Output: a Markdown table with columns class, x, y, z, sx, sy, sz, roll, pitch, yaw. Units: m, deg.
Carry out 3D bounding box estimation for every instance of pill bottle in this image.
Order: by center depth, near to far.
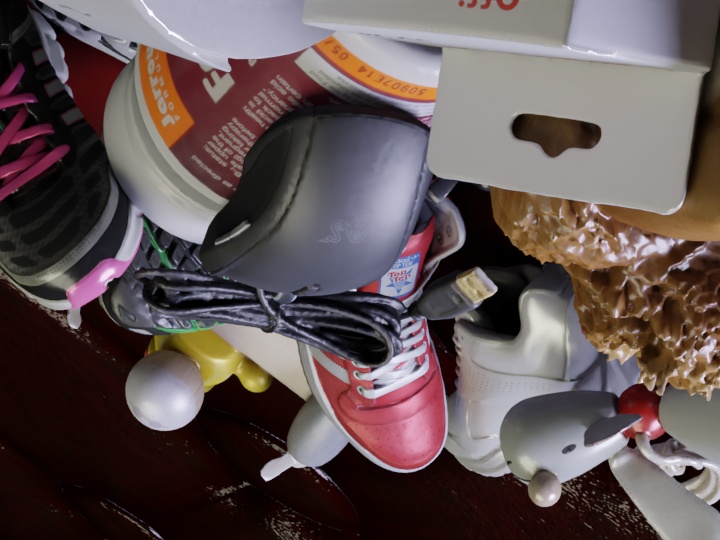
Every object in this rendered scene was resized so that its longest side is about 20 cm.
| class | x | y | z | sx | sy | sz | roll | pitch | yaw |
| --- | --- | --- | --- | --- | --- | --- | --- | --- | --- |
| pill bottle | -0.023 | -0.090 | 0.944 | 0.114 | 0.115 | 0.200 | 39 | 144 | -11 |

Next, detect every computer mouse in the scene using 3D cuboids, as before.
| class | x | y | z | sx | sy | sz | roll | pitch | yaw |
| --- | --- | --- | --- | --- | --- | --- | --- | --- | --- |
| computer mouse | 0.000 | 0.000 | 0.948 | 0.139 | 0.046 | 0.200 | 11 | 154 | -22 |

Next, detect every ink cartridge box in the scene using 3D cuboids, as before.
| class | x | y | z | sx | sy | sz | roll | pitch | yaw |
| --- | --- | --- | --- | --- | --- | --- | --- | --- | --- |
| ink cartridge box | 0.050 | -0.124 | 0.694 | 0.066 | 0.202 | 0.115 | 5 | -176 | -43 |

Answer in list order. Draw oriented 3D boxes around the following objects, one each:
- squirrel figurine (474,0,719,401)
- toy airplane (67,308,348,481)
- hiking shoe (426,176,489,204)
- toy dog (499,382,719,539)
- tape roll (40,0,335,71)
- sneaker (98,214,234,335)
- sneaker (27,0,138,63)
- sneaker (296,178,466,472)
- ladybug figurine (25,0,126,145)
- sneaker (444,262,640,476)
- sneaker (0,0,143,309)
| class | x | y | z | sx | sy | sz | roll | pitch | yaw |
| --- | --- | --- | --- | --- | --- | --- | --- | --- | --- |
| squirrel figurine | 0.145 | -0.046 | 0.774 | 0.186 | 0.143 | 0.199 | 14 | 144 | -44 |
| toy airplane | -0.078 | 0.029 | 1.309 | 0.199 | 0.142 | 0.200 | 20 | 154 | 35 |
| hiking shoe | 0.097 | -0.064 | 0.891 | 0.076 | 0.101 | 0.200 | 39 | 159 | -14 |
| toy dog | 0.161 | 0.088 | 1.055 | 0.131 | 0.097 | 0.200 | 32 | 137 | -27 |
| tape roll | -0.044 | -0.170 | 0.737 | 0.070 | 0.203 | 0.203 | 20 | 155 | 34 |
| sneaker | -0.099 | -0.021 | 1.152 | 0.085 | 0.200 | 0.078 | -21 | 110 | 15 |
| sneaker | -0.083 | -0.110 | 1.113 | 0.199 | 0.067 | 0.091 | 22 | 156 | 19 |
| sneaker | 0.014 | 0.021 | 1.157 | 0.112 | 0.071 | 0.201 | 23 | 137 | 62 |
| ladybug figurine | -0.167 | -0.089 | 1.170 | 0.072 | 0.135 | 0.200 | 56 | -175 | -30 |
| sneaker | 0.080 | 0.040 | 1.206 | 0.099 | 0.078 | 0.200 | 44 | 150 | -5 |
| sneaker | -0.159 | -0.067 | 1.025 | 0.087 | 0.073 | 0.201 | 46 | -167 | -50 |
